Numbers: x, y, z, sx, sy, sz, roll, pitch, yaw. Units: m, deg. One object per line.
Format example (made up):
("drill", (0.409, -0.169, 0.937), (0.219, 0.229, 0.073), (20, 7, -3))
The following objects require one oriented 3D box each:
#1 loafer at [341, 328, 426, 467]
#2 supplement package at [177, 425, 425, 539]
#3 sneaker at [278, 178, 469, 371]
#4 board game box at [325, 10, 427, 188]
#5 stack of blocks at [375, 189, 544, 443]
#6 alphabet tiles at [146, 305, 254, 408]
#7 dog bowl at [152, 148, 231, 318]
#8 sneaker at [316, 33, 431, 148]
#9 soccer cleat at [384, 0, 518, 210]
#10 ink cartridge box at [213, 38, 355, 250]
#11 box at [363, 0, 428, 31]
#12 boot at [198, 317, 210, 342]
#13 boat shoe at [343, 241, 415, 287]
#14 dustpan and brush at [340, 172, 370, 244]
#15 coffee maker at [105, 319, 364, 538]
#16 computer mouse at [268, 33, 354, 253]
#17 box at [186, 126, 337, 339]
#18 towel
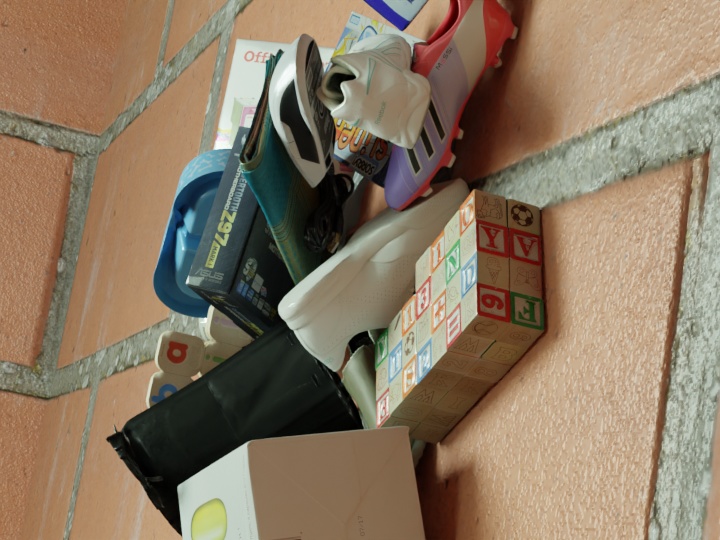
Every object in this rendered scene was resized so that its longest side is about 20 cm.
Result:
("loafer", (0.013, 0.107, 1.494), (0.201, 0.069, 0.076), (-97, 27, -46))
("supplement package", (-0.047, 0.245, 1.393), (0.200, 0.145, 0.194), (142, 123, -62))
("sneaker", (0.027, 0.004, 1.472), (0.200, 0.089, 0.075), (-40, 12, -10))
("board game box", (0.017, -0.160, 1.601), (0.137, 0.034, 0.200), (-65, 29, 6))
("stack of blocks", (0.076, 0.041, 1.370), (0.200, 0.058, 0.116), (126, 151, -51))
("alphabet tiles", (-0.123, 0.137, 1.684), (0.015, 0.194, 0.202), (4, 82, 59))
("dog bowl", (-0.145, -0.040, 1.717), (0.050, 0.110, 0.201), (-98, 22, -46))
("sneaker", (0.003, -0.162, 1.431), (0.200, 0.079, 0.071), (-116, 41, -69))
("soccer cleat", (0.061, -0.150, 1.460), (0.201, 0.076, 0.067), (-61, 17, -2))
("ink cartridge box", (-0.075, -0.135, 1.797), (0.143, 0.084, 0.202), (9, 83, 28))
("box", (0.075, -0.342, 1.465), (0.185, 0.105, 0.200), (-56, 5, -33))
("boot", (-0.065, 0.011, 1.820), (0.143, 0.073, 0.201), (4, 44, 33))
("boat shoe", (0.000, 0.000, 1.600), (0.200, 0.073, 0.068), (150, 128, -67))
("dustpan and brush", (0.019, -0.119, 1.647), (0.139, 0.057, 0.202), (178, 104, -71))
("coffee maker", (-0.105, 0.145, 1.544), (0.199, 0.135, 0.192), (-33, -4, -2))
("computer mouse", (-0.047, -0.114, 1.463), (0.110, 0.043, 0.201), (-76, -20, -47))
("box", (-0.083, -0.024, 1.609), (0.200, 0.050, 0.159), (48, -124, -64))
("towel", (-0.059, -0.074, 1.520), (0.201, 0.021, 0.148), (69, -157, -45))
